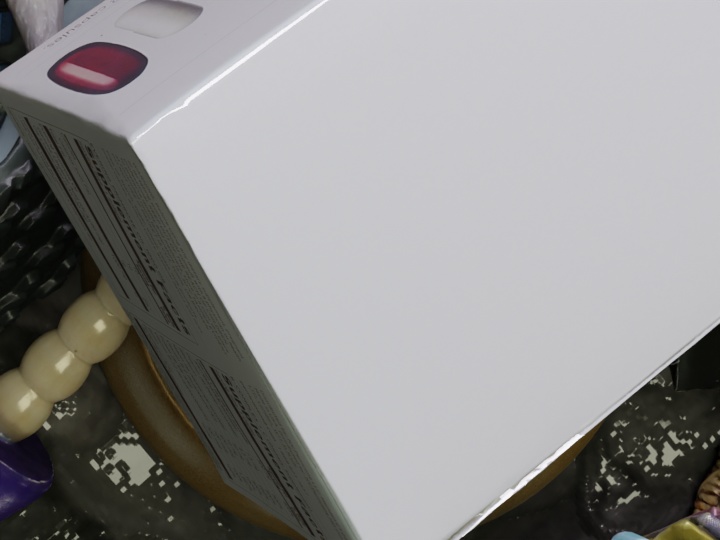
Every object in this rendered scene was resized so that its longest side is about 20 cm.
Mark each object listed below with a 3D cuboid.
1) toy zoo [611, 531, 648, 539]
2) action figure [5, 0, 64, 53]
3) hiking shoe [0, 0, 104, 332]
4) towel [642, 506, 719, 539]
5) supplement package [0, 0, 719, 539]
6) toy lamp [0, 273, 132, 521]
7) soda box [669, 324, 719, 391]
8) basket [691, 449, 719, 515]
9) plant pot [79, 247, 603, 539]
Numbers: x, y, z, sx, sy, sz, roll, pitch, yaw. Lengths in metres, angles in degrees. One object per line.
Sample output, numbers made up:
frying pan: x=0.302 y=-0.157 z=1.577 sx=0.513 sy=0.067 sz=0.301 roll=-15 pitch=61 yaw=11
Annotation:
toy zoo: x=0.058 y=0.178 z=0.686 sx=0.130 sy=0.020 sz=0.202 roll=17 pitch=89 yaw=-17
action figure: x=-0.176 y=-0.131 z=0.674 sx=0.199 sy=0.105 sz=0.195 roll=-7 pitch=62 yaw=-29
hiking shoe: x=-0.118 y=-0.057 z=0.751 sx=0.087 sy=0.074 sz=0.200 roll=43 pitch=100 yaw=29
towel: x=0.148 y=0.151 z=0.808 sx=0.199 sy=0.143 sz=0.023 roll=33 pitch=52 yaw=-20
supplement package: x=0.026 y=-0.040 z=0.656 sx=0.200 sy=0.111 sz=0.156 roll=-37 pitch=117 yaw=-17
toy lamp: x=-0.084 y=0.014 z=0.737 sx=0.058 sy=0.058 sz=0.200 roll=43 pitch=97 yaw=-15
soda box: x=0.200 y=-0.011 z=0.769 sx=0.198 sy=0.064 sz=0.071 roll=-4 pitch=133 yaw=-2
basket: x=0.229 y=0.108 z=0.862 sx=0.199 sy=0.149 sz=0.144 roll=27 pitch=54 yaw=-16
plant pot: x=0.000 y=0.000 z=0.770 sx=0.198 sy=0.027 sz=0.202 roll=1 pitch=98 yaw=4
